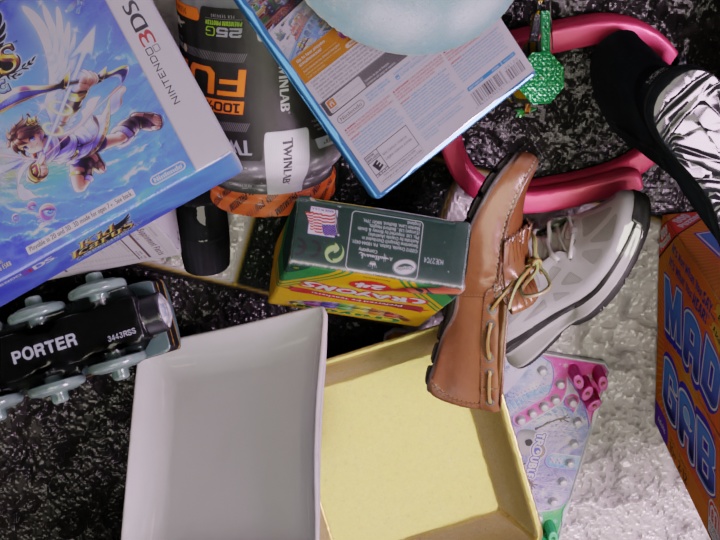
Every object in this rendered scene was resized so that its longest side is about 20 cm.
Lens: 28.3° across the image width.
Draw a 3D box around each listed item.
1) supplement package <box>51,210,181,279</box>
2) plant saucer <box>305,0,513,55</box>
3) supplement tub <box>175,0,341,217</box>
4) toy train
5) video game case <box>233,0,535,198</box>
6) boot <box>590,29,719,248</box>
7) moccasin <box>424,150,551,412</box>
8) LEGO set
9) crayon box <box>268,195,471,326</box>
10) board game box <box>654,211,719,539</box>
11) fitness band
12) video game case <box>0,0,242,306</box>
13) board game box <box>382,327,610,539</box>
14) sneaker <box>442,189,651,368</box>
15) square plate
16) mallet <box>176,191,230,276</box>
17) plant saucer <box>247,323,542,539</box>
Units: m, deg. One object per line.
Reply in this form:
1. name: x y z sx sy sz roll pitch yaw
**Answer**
1. supplement package: -0.243 -0.056 1.045 0.198 0.114 0.111 -11 78 0
2. plant saucer: 0.037 -0.242 0.917 0.199 0.039 0.204 -1 91 -23
3. supplement tub: -0.069 -0.149 1.029 0.121 0.123 0.202 -3 114 -2
4. toy train: -0.234 0.059 1.118 0.198 0.114 0.086 -18 87 8
5. video game case: 0.008 -0.171 0.950 0.143 0.018 0.201 -38 105 -6
6. boot: 0.249 -0.079 1.019 0.076 0.168 0.200 -38 107 8
7. moccasin: 0.104 0.011 1.060 0.077 0.074 0.204 16 105 12
8. LEGO set: 0.065 -0.205 1.035 0.152 0.116 0.202 -14 102 -16
9. crayon box: 0.000 0.000 1.067 0.125 0.200 0.051 8 79 -6
10. board game box: 0.354 0.078 1.119 0.197 0.200 0.202 -5 115 -2
11. fitness band: 0.157 -0.122 1.106 0.198 0.037 0.145 -12 112 1
12. video game case: -0.209 -0.101 0.971 0.199 0.045 0.182 -29 74 -4
13. board game box: 0.099 0.157 1.234 0.198 0.026 0.202 9 113 -8
14. sneaker: 0.130 -0.007 1.109 0.115 0.076 0.201 28 132 -14
15. square plate: -0.102 0.141 1.105 0.196 0.202 0.028 -13 154 34
16. mallet: -0.200 -0.038 1.121 0.197 0.041 0.067 6 116 -2
17. plant saucer: 0.029 0.154 1.166 0.198 0.048 0.202 -17 98 1
